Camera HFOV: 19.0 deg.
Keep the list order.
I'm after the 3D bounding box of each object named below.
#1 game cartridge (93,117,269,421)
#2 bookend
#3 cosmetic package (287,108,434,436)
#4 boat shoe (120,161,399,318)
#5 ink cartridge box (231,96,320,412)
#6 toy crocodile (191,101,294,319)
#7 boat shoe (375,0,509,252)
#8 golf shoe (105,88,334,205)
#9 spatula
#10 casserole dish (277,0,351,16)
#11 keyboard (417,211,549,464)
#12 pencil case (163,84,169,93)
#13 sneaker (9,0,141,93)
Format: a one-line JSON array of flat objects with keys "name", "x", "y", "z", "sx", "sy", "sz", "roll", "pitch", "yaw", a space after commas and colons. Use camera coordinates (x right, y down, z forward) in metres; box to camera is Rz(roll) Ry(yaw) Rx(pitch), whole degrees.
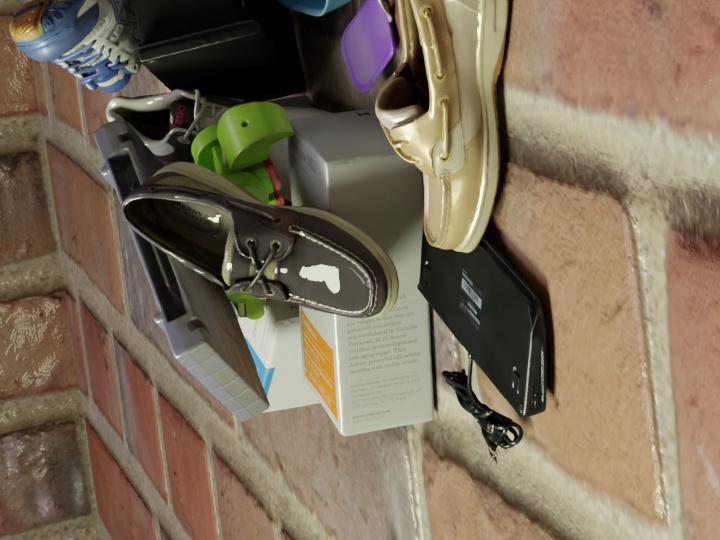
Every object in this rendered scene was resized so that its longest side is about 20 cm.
[{"name": "game cartridge", "x": -0.128, "y": 0.002, "z": 1.524, "sx": 0.130, "sy": 0.038, "sz": 0.200, "roll": 61, "pitch": -175, "yaw": -59}, {"name": "bookend", "x": -0.119, "y": -0.238, "z": 1.617, "sx": 0.199, "sy": 0.092, "sz": 0.201, "roll": 44, "pitch": -146, "yaw": -79}, {"name": "cosmetic package", "x": 0.000, "y": 0.000, "z": 1.479, "sx": 0.101, "sy": 0.071, "sz": 0.201, "roll": -131, "pitch": 35, "yaw": -64}, {"name": "boat shoe", "x": -0.070, "y": -0.013, "z": 1.407, "sx": 0.200, "sy": 0.065, "sz": 0.072, "roll": 26, "pitch": 123, "yaw": 24}, {"name": "ink cartridge box", "x": -0.061, "y": -0.012, "z": 1.677, "sx": 0.147, "sy": 0.086, "sz": 0.201, "roll": 106, "pitch": 149, "yaw": -56}, {"name": "toy crocodile", "x": -0.078, "y": -0.041, "z": 1.513, "sx": 0.200, "sy": 0.062, "sz": 0.068, "roll": 89, "pitch": 162, "yaw": -47}, {"name": "boat shoe", "x": 0.041, "y": -0.099, "z": 1.252, "sx": 0.074, "sy": 0.069, "sz": 0.201, "roll": -119, "pitch": 25, "yaw": -55}, {"name": "golf shoe", "x": -0.096, "y": -0.093, "z": 1.579, "sx": 0.088, "sy": 0.199, "sz": 0.077, "roll": 35, "pitch": -117, "yaw": -54}, {"name": "spatula", "x": 0.016, "y": -0.187, "z": 1.396, "sx": 0.200, "sy": 0.020, "sz": 0.057, "roll": 107, "pitch": 152, "yaw": -59}, {"name": "casserole dish", "x": -0.033, "y": -0.244, "z": 1.514, "sx": 0.200, "sy": 0.039, "sz": 0.122, "roll": -147, "pitch": 48, "yaw": -72}, {"name": "keyboard", "x": 0.074, "y": 0.036, "z": 1.322, "sx": 0.200, "sy": 0.021, "sz": 0.128, "roll": -125, "pitch": 36, "yaw": -62}, {"name": "pencil case", "x": -0.143, "y": -0.176, "z": 1.897, "sx": 0.087, "sy": 0.082, "sz": 0.201, "roll": -146, "pitch": 49, "yaw": -72}, {"name": "sneaker", "x": -0.188, "y": -0.169, "z": 1.546, "sx": 0.200, "sy": 0.075, "sz": 0.088, "roll": -58, "pitch": -50, "yaw": -70}]
